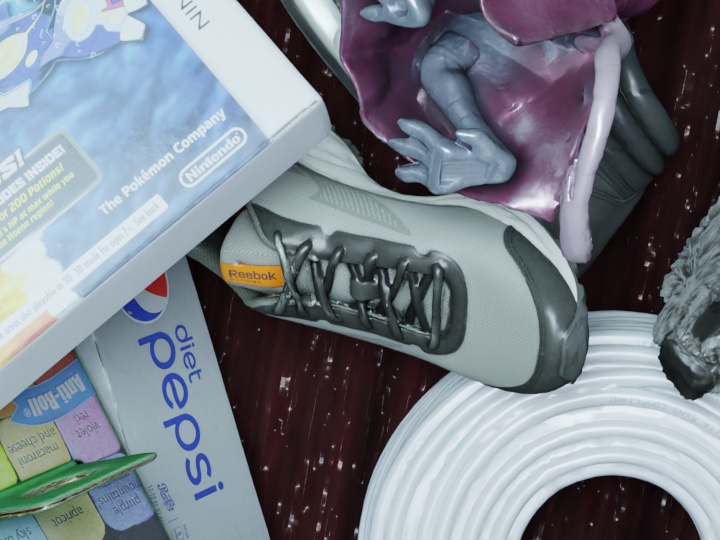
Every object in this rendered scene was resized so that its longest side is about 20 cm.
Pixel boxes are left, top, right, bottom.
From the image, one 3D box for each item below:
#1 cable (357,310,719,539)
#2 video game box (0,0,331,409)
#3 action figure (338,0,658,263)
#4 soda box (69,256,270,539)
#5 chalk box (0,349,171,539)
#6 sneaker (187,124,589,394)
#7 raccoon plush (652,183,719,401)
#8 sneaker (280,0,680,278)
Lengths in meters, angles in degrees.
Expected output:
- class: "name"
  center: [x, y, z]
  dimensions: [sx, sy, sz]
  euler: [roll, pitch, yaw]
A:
- class: "cable"
  center: [0.098, 0.118, 1.055]
  dimensions: [0.199, 0.069, 0.201]
  euler: [-18, 94, 5]
- class: "video game box"
  center: [-0.142, -0.057, 0.919]
  dimensions: [0.200, 0.047, 0.182]
  euler: [-40, 76, -6]
- class: "action figure"
  center: [0.076, -0.113, 0.940]
  dimensions: [0.148, 0.200, 0.135]
  euler: [29, 128, 25]
- class: "soda box"
  center: [-0.099, 0.045, 1.054]
  dimensions: [0.063, 0.068, 0.201]
  euler: [-14, 95, 37]
- class: "chalk box"
  center: [-0.158, 0.102, 0.993]
  dimensions: [0.200, 0.125, 0.124]
  euler: [-34, 82, 40]
- class: "sneaker"
  center: [0.000, 0.000, 1.008]
  dimensions: [0.199, 0.079, 0.074]
  euler: [25, 125, 33]
- class: "raccoon plush"
  center: [0.199, 0.006, 1.006]
  dimensions: [0.134, 0.097, 0.201]
  euler: [37, 58, -20]
- class: "sneaker"
  center: [0.044, -0.091, 1.046]
  dimensions: [0.099, 0.071, 0.200]
  euler: [-42, 94, 1]
